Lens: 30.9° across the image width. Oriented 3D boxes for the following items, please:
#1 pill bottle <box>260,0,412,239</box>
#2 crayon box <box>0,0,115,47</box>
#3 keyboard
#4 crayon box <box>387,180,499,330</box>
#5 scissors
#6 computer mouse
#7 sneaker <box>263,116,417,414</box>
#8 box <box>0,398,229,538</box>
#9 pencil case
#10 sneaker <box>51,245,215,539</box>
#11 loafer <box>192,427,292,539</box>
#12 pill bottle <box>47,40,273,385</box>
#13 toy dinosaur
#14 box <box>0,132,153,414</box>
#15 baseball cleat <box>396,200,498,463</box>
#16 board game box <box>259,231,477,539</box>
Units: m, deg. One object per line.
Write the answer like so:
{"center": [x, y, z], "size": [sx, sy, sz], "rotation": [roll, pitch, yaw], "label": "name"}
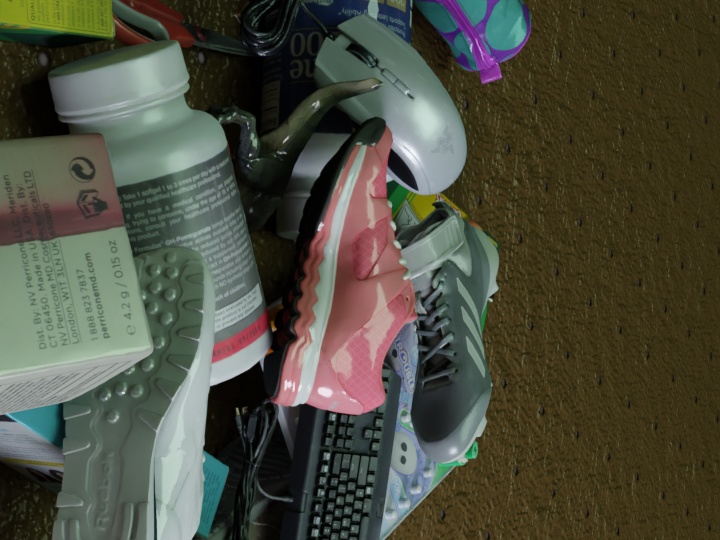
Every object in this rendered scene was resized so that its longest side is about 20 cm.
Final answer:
{"center": [-0.019, -0.125, 0.965], "size": [0.111, 0.110, 0.202], "rotation": [8, 83, -56], "label": "pill bottle"}
{"center": [-0.225, -0.197, 0.715], "size": [0.199, 0.050, 0.128], "rotation": [-4, 92, -57], "label": "crayon box"}
{"center": [-0.034, 0.154, 0.864], "size": [0.126, 0.021, 0.202], "rotation": [11, 84, -33], "label": "keyboard"}
{"center": [0.036, 0.019, 1.090], "size": [0.200, 0.058, 0.174], "rotation": [35, 61, -49], "label": "crayon box"}
{"center": [-0.117, -0.156, 0.886], "size": [0.200, 0.014, 0.074], "rotation": [24, 38, -56], "label": "scissors"}
{"center": [0.010, -0.138, 0.893], "size": [0.200, 0.044, 0.110], "rotation": [45, 70, -16], "label": "computer mouse"}
{"center": [0.000, 0.000, 0.854], "size": [0.086, 0.074, 0.202], "rotation": [19, 76, -14], "label": "sneaker"}
{"center": [-0.169, 0.097, 0.764], "size": [0.200, 0.082, 0.049], "rotation": [46, 52, -46], "label": "box"}
{"center": [0.074, -0.255, 1.129], "size": [0.200, 0.085, 0.093], "rotation": [39, 42, -48], "label": "pencil case"}
{"center": [-0.116, 0.087, 0.720], "size": [0.080, 0.076, 0.202], "rotation": [35, 65, -63], "label": "sneaker"}
{"center": [-0.082, 0.172, 0.913], "size": [0.200, 0.075, 0.070], "rotation": [-28, 125, -50], "label": "loafer"}
{"center": [-0.127, -0.034, 0.803], "size": [0.111, 0.110, 0.201], "rotation": [-35, 118, -51], "label": "pill bottle"}
{"center": [-0.077, -0.073, 0.879], "size": [0.088, 0.200, 0.048], "rotation": [24, 31, -27], "label": "toy dinosaur"}
{"center": [-0.215, 0.015, 0.586], "size": [0.199, 0.128, 0.110], "rotation": [-9, 80, -34], "label": "box"}
{"center": [0.052, 0.039, 0.962], "size": [0.106, 0.069, 0.201], "rotation": [41, 41, -35], "label": "baseball cleat"}
{"center": [0.012, 0.092, 0.961], "size": [0.200, 0.026, 0.201], "rotation": [-34, 110, -52], "label": "board game box"}
